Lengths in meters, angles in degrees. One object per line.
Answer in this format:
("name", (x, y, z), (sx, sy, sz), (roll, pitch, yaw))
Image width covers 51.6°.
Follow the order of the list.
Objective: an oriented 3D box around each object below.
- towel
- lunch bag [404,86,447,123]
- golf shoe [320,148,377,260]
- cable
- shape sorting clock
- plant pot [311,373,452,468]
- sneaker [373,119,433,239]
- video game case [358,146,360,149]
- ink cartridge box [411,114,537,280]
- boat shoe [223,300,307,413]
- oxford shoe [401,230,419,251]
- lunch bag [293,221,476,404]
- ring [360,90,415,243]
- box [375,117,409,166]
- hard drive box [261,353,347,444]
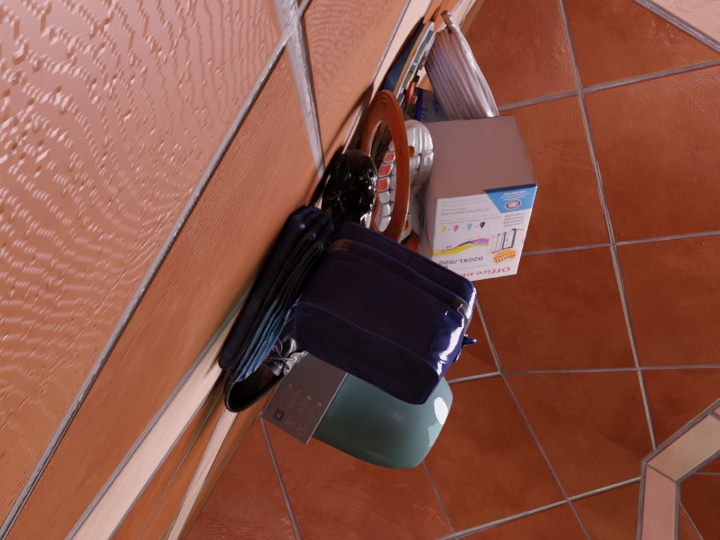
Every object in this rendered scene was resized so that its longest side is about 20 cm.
("towel", (-0.092, 0.026, 0.853), (0.202, 0.048, 0.112), (-61, 180, 18))
("lunch bag", (0.115, -0.206, 1.250), (0.083, 0.158, 0.204), (125, -21, -55))
("golf shoe", (-0.020, -0.054, 0.938), (0.095, 0.076, 0.204), (-91, -163, -70))
("cable", (0.160, -0.276, 1.158), (0.068, 0.200, 0.203), (-24, -132, 18))
("shape sorting clock", (0.060, -0.244, 1.029), (0.203, 0.039, 0.200), (-62, 176, -7))
("plant pot", (0.041, 0.198, 1.111), (0.203, 0.159, 0.201), (-59, 180, 0))
("sneaker", (0.042, -0.131, 1.029), (0.202, 0.075, 0.083), (105, -26, -43))
("video game case", (-0.012, -0.137, 1.174), (0.182, 0.025, 0.201), (-60, 179, -42))
("ink cartridge box", (0.160, -0.099, 1.099), (0.202, 0.144, 0.147), (88, -6, -54))
("boat shoe", (-0.111, 0.110, 0.946), (0.199, 0.070, 0.067), (-41, -157, 22))
("oxford shoe", (0.000, 0.000, 1.143), (0.201, 0.072, 0.071), (-48, -161, 7))
("lunch bag", (0.036, 0.045, 0.830), (0.134, 0.197, 0.136), (-62, 177, -28))
("ring", (0.031, -0.114, 0.904), (0.200, 0.019, 0.206), (179, -90, -76))
("box", (0.027, -0.143, 1.134), (0.202, 0.041, 0.039), (-60, 179, -17))
("hard drive box", (-0.048, 0.118, 1.060), (0.203, 0.076, 0.156), (-61, 179, 14))
